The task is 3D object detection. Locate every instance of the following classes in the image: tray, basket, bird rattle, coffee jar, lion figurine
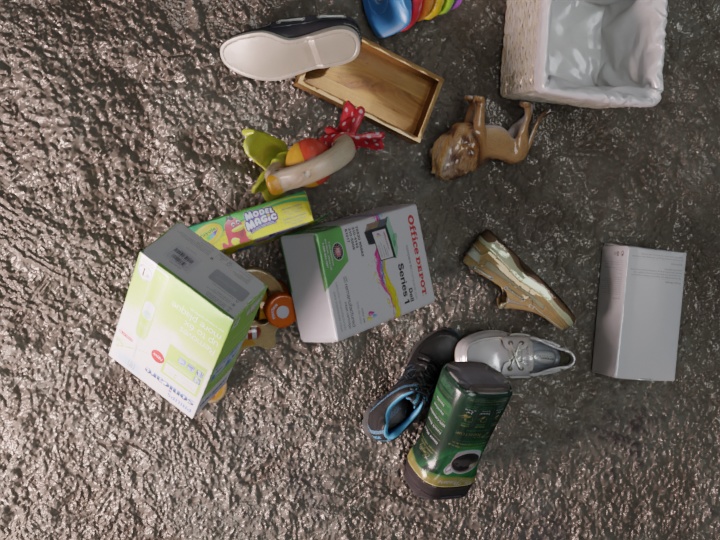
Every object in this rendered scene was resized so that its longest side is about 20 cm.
[{"bbox_3d":[0.012,-0.269,1.442,0.197,0.037,0.100,23,86,-16],"label":"tray"},{"bbox_3d":[0.321,-0.339,1.467,0.194,0.161,0.205,3,91,-17],"label":"basket"},{"bbox_3d":[-0.060,-0.147,1.360,0.196,0.164,0.115,-12,112,4],"label":"bird rattle"},{"bbox_3d":[0.136,0.234,1.446,0.103,0.085,0.203,4,117,-33],"label":"coffee jar"},{"bbox_3d":[0.196,-0.190,1.485,0.196,0.072,0.125,2,100,-21],"label":"lion figurine"}]

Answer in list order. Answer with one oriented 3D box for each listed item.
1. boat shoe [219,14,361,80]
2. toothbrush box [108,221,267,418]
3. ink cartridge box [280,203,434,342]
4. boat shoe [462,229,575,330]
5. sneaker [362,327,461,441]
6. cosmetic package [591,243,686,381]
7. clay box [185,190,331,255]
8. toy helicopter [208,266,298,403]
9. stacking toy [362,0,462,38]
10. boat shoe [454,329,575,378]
[{"bbox_3d":[-0.093,-0.311,1.381,0.196,0.063,0.074,-4,130,11],"label":"boat shoe"},{"bbox_3d":[-0.222,0.065,1.282,0.145,0.201,0.086,35,42,7],"label":"toothbrush box"},{"bbox_3d":[0.000,0.000,1.387,0.198,0.083,0.148,-19,100,-42],"label":"ink cartridge box"},{"bbox_3d":[0.235,0.029,1.517,0.199,0.072,0.076,42,96,-7],"label":"boat shoe"},{"bbox_3d":[0.088,0.171,1.464,0.073,0.082,0.201,41,80,-12],"label":"sneaker"},{"bbox_3d":[0.431,0.066,1.566,0.111,0.081,0.205,7,92,-17],"label":"cosmetic package"},{"bbox_3d":[-0.144,-0.059,1.362,0.197,0.115,0.048,-19,90,-16],"label":"clay box"},{"bbox_3d":[-0.181,0.087,1.385,0.131,0.079,0.203,24,98,-23],"label":"toy helicopter"},{"bbox_3d":[0.109,-0.405,1.440,0.197,0.109,0.119,-13,94,-27],"label":"stacking toy"},{"bbox_3d":[0.233,0.124,1.495,0.196,0.069,0.072,1,87,-28],"label":"boat shoe"}]
